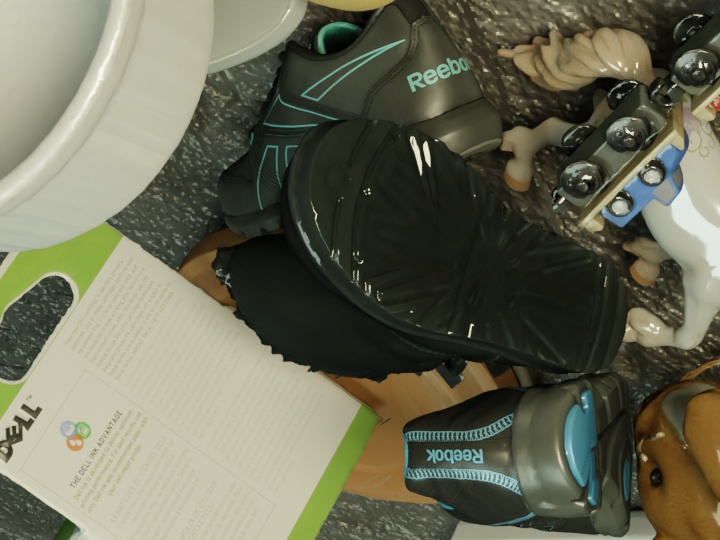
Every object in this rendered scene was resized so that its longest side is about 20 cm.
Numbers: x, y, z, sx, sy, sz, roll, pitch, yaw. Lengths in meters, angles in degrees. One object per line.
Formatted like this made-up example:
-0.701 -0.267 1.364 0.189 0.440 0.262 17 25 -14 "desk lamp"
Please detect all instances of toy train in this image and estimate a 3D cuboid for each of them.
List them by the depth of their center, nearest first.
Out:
0.143 -0.081 0.807 0.046 0.034 0.200 32 126 -20 "toy train"

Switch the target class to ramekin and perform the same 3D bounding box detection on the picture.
-0.155 -0.103 0.858 0.199 0.202 0.098 12 176 25 "ramekin"

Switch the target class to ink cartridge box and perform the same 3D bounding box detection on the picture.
-0.112 0.080 1.051 0.199 0.148 0.076 36 147 -8 "ink cartridge box"

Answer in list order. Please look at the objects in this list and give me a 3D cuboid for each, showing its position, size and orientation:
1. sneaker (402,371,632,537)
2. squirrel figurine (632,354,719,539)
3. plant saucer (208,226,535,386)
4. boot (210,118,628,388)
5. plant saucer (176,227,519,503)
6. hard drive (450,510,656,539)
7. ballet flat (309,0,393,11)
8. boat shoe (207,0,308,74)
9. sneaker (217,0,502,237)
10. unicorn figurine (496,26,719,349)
0.076 0.079 0.952 0.081 0.074 0.200 -4 168 15 "sneaker"
0.214 0.114 0.974 0.200 0.142 0.186 46 150 -19 "squirrel figurine"
0.004 0.036 1.119 0.198 0.030 0.201 19 145 14 "plant saucer"
0.000 -0.001 0.907 0.197 0.074 0.162 25 163 -40 "boot"
-0.012 0.057 1.105 0.199 0.032 0.201 20 146 14 "plant saucer"
0.162 0.183 1.196 0.199 0.027 0.132 -8 131 43 "hard drive"
-0.053 -0.171 0.844 0.200 0.069 0.063 42 -172 -17 "ballet flat"
-0.104 -0.113 0.980 0.198 0.071 0.064 -4 167 29 "boat shoe"
-0.009 -0.069 0.972 0.199 0.075 0.080 -18 96 55 "sneaker"
0.145 -0.023 0.896 0.200 0.074 0.137 39 149 -19 "unicorn figurine"
